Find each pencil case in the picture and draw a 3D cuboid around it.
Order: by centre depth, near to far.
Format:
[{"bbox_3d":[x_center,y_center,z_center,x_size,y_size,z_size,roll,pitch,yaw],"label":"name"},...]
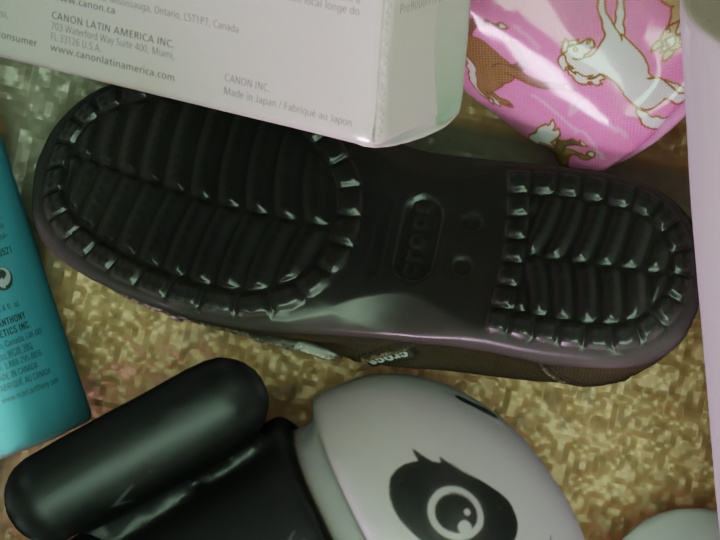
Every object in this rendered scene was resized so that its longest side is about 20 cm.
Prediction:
[{"bbox_3d":[0.023,-0.117,0.762,0.200,0.087,0.083,41,133,-6],"label":"pencil case"}]

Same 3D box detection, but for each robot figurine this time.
[{"bbox_3d":[-0.028,0.115,0.774,0.200,0.150,0.125,-31,58,4],"label":"robot figurine"}]

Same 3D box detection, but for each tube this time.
[{"bbox_3d":[-0.136,-0.040,0.792,0.077,0.050,0.200,-20,94,0],"label":"tube"}]

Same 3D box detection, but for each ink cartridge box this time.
[{"bbox_3d":[-0.045,-0.144,0.703,0.161,0.050,0.200,16,111,27],"label":"ink cartridge box"}]

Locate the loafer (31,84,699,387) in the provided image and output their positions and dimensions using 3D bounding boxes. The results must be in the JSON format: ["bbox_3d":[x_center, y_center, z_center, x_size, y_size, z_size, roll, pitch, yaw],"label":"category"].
[{"bbox_3d":[0.000,0.000,0.781,0.200,0.071,0.073,15,72,15],"label":"loafer"}]

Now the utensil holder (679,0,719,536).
[{"bbox_3d":[0.170,0.012,0.708,0.170,0.170,0.200,-9,114,1],"label":"utensil holder"}]

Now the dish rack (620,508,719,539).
[{"bbox_3d":[0.135,0.182,0.794,0.171,0.044,0.200,15,67,-4],"label":"dish rack"}]
